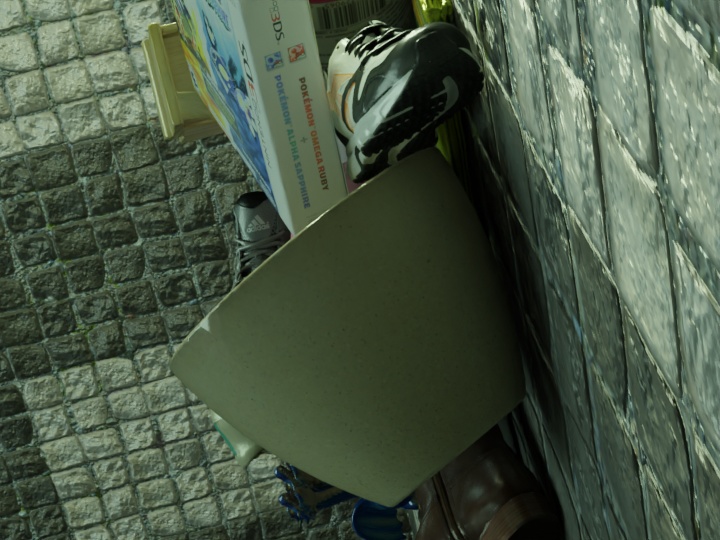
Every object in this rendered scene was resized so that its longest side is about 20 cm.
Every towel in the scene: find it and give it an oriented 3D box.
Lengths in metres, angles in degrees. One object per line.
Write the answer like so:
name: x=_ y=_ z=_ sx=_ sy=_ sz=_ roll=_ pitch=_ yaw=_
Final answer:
towel: x=0.054 y=-0.100 z=1.028 sx=0.086 sy=0.018 sz=0.201 roll=-101 pitch=-1 yaw=-50

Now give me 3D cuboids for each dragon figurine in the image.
dragon figurine: x=0.024 y=0.178 z=1.320 sx=0.199 sy=0.099 sz=0.059 roll=22 pitch=-140 yaw=-37

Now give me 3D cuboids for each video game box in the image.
video game box: x=-0.074 y=-0.147 z=1.012 sx=0.200 sy=0.047 sz=0.183 roll=-126 pitch=21 yaw=-49

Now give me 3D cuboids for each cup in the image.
cup: x=0.011 y=0.049 z=0.951 sx=0.143 sy=0.200 sz=0.200 roll=51 pitch=175 yaw=6

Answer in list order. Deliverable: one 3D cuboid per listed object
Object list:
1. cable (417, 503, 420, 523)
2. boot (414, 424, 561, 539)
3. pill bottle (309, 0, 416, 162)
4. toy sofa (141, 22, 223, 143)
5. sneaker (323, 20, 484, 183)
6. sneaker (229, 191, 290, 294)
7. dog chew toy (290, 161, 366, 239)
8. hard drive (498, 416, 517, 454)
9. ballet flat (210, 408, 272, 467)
cable: x=0.076 y=0.153 z=1.269 sx=0.097 sy=0.050 sz=0.200 roll=45 pitch=-151 yaw=-27
boot: x=0.037 y=0.153 z=1.111 sx=0.064 sy=0.186 sz=0.200 roll=29 pitch=-158 yaw=-39
pill bottle: x=-0.018 y=-0.171 z=1.130 sx=0.200 sy=0.113 sz=0.114 roll=80 pitch=175 yaw=-57
toy sofa: x=-0.067 y=-0.166 z=1.297 sx=0.098 sy=0.199 sz=0.083 roll=152 pitch=104 yaw=-82
sneaker: x=0.012 y=-0.107 z=0.934 sx=0.080 sy=0.073 sz=0.200 roll=67 pitch=166 yaw=4
sneaker: x=-0.086 y=0.000 z=1.292 sx=0.200 sy=0.075 sz=0.116 roll=-66 pitch=-30 yaw=-73
dog chew toy: x=0.000 y=0.000 z=1.194 sx=0.200 sy=0.124 sz=0.125 roll=125 pitch=134 yaw=-63
hard drive: x=0.094 y=0.119 z=1.226 sx=0.132 sy=0.026 sz=0.201 roll=92 pitch=163 yaw=-82
ballet flat: x=0.002 y=0.080 z=1.077 sx=0.069 sy=0.199 sz=0.070 roll=163 pitch=90 yaw=-85
